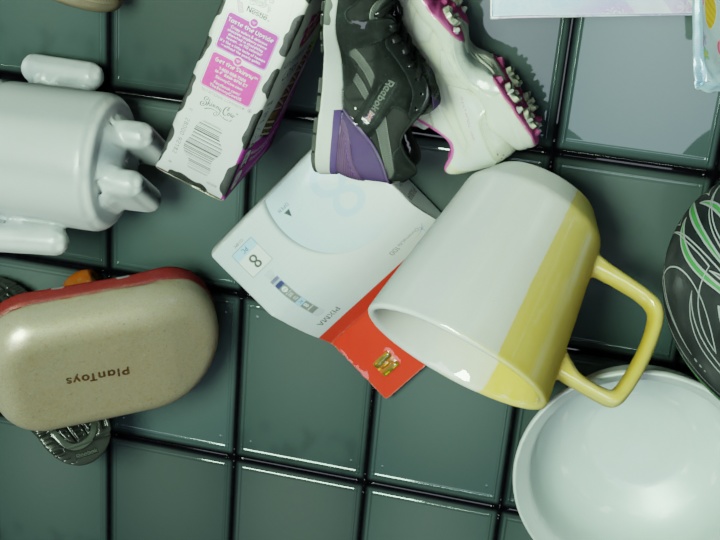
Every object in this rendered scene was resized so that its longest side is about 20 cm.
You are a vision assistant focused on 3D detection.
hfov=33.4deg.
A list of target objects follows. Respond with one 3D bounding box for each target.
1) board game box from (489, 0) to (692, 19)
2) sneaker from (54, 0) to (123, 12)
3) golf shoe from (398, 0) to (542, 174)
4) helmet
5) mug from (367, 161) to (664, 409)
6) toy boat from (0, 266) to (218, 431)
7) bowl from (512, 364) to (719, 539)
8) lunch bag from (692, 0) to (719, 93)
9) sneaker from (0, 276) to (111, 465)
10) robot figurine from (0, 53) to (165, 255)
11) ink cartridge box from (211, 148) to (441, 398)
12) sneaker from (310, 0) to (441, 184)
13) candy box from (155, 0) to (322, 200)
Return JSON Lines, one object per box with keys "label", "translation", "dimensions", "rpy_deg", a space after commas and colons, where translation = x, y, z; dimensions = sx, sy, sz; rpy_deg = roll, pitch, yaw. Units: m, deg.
{"label": "board game box", "translation": [0.190, -0.280, 0.842], "dimensions": [0.199, 0.041, 0.200], "rpy_deg": [2, 112, 12]}
{"label": "sneaker", "translation": [-0.266, -0.276, 0.935], "dimensions": [0.200, 0.070, 0.076], "rpy_deg": [31, 114, -1]}
{"label": "golf shoe", "translation": [0.052, -0.159, 0.907], "dimensions": [0.091, 0.075, 0.200], "rpy_deg": [-32, 100, 26]}
{"label": "helmet", "translation": [0.315, 0.021, 0.863], "dimensions": [0.190, 0.200, 0.200], "rpy_deg": [31, 116, -19]}
{"label": "mug", "translation": [0.120, 0.013, 0.917], "dimensions": [0.186, 0.149, 0.153], "rpy_deg": [36, 74, -23]}
{"label": "toy boat", "translation": [-0.225, 0.047, 1.029], "dimensions": [0.200, 0.131, 0.131], "rpy_deg": [-10, 130, -15]}
{"label": "bowl", "translation": [0.228, 0.155, 0.980], "dimensions": [0.201, 0.090, 0.202], "rpy_deg": [5, 112, 12]}
{"label": "lunch bag", "translation": [0.309, -0.216, 0.765], "dimensions": [0.169, 0.127, 0.200], "rpy_deg": [-11, 109, -17]}
{"label": "sneaker", "translation": [-0.301, 0.097, 1.090], "dimensions": [0.200, 0.076, 0.091], "rpy_deg": [57, 158, 8]}
{"label": "robot figurine", "translation": [-0.260, -0.094, 0.982], "dimensions": [0.199, 0.113, 0.170], "rpy_deg": [9, 76, 10]}
{"label": "ink cartridge box", "translation": [0.000, 0.000, 0.995], "dimensions": [0.200, 0.047, 0.160], "rpy_deg": [45, 113, -4]}
{"label": "sneaker", "translation": [0.020, -0.154, 0.863], "dimensions": [0.087, 0.076, 0.200], "rpy_deg": [13, 129, 9]}
{"label": "candy box", "translation": [-0.073, -0.167, 0.897], "dimensions": [0.061, 0.136, 0.200], "rpy_deg": [26, 115, 0]}
